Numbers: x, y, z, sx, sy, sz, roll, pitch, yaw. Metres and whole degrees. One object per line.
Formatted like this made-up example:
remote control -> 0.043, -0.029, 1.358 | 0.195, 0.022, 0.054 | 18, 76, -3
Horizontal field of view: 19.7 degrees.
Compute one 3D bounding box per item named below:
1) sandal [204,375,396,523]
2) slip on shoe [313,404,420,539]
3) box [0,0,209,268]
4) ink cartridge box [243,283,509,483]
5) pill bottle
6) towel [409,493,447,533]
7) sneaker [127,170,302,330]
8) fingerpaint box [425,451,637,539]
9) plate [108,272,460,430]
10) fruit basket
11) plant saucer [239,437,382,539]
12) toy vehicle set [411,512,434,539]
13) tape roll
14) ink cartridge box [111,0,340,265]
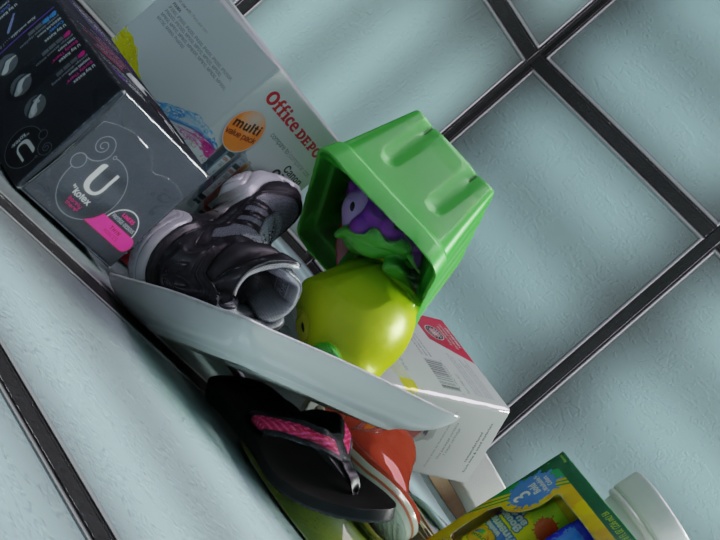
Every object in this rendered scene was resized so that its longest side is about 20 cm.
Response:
sandal -> -0.044, 0.111, 1.424 | 0.075, 0.045, 0.200 | 7, 22, -39
slip on shoe -> 0.012, 0.136, 1.505 | 0.074, 0.061, 0.200 | 63, -3, -19
box -> -0.217, -0.119, 1.520 | 0.122, 0.106, 0.200 | 45, 5, -48
ink cartridge box -> 0.005, 0.093, 1.768 | 0.199, 0.084, 0.145 | 16, 25, -34
pill bottle -> 0.167, 0.253, 1.684 | 0.112, 0.199, 0.111 | 56, -4, 5
towel -> 0.105, 0.302, 1.896 | 0.200, 0.048, 0.171 | 51, -2, 35
sneaker -> -0.081, -0.010, 1.588 | 0.113, 0.076, 0.200 | 30, 31, 23
fingerpaint box -> 0.130, 0.243, 1.537 | 0.074, 0.166, 0.200 | 59, -2, -26
plate -> -0.060, 0.063, 1.442 | 0.199, 0.033, 0.199 | 25, -5, -35
fruit basket -> 0.000, 0.000, 1.634 | 0.156, 0.215, 0.216 | 47, 1, 10
plant saucer -> -0.012, 0.186, 1.496 | 0.200, 0.031, 0.200 | 50, 2, -2
toy vehicle set -> 0.025, 0.199, 1.797 | 0.124, 0.026, 0.200 | 53, 1, -45
tape roll -> 0.091, 0.193, 1.957 | 0.203, 0.037, 0.203 | 56, -10, 16
ink cartridge box -> -0.143, -0.109, 1.683 | 0.145, 0.200, 0.145 | 50, 2, 34
